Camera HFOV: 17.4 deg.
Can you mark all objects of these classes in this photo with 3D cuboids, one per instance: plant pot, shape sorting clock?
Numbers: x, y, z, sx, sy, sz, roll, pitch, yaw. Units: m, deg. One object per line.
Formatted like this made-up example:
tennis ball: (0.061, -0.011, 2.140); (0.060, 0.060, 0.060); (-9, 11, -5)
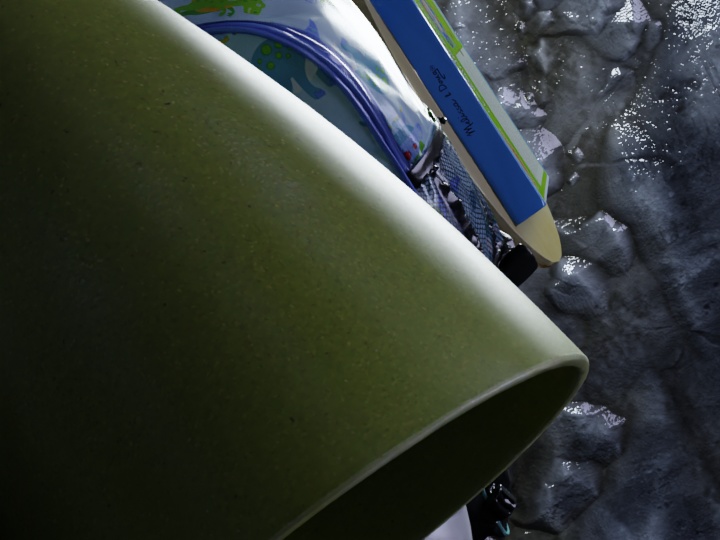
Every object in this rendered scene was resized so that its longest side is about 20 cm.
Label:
plant pot: (-0.063, 0.007, 0.725); (0.200, 0.187, 0.187); (53, 0, 14)
shape sorting clock: (0.042, -0.086, 1.193); (0.201, 0.039, 0.200); (55, 9, -13)

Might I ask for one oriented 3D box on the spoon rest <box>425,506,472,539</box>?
spoon rest: (0.046, 0.132, 1.053); (0.199, 0.061, 0.099); (35, 20, -10)

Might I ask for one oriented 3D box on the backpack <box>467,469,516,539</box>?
backpack: (0.013, 0.086, 1.582); (0.201, 0.152, 0.176); (-96, 165, -53)

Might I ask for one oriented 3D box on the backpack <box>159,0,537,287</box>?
backpack: (-0.048, -0.018, 0.978); (0.201, 0.182, 0.147); (59, 19, -25)
